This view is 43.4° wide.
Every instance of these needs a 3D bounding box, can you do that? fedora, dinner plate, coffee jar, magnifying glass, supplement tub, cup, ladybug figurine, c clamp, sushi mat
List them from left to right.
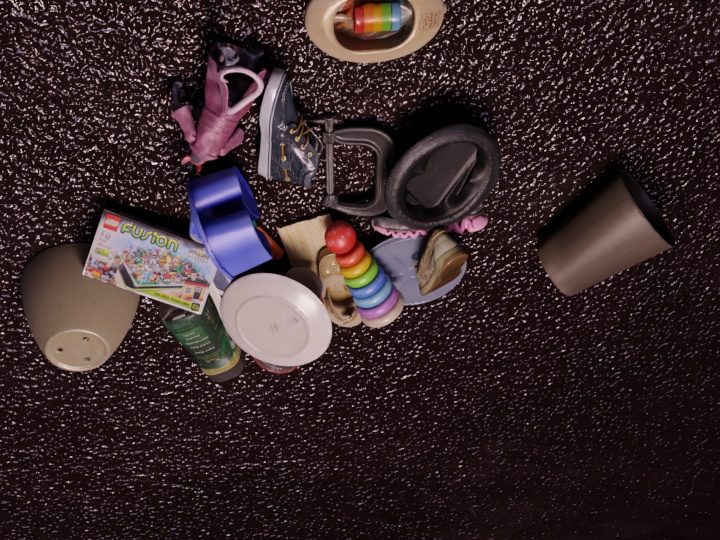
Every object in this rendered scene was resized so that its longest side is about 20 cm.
[{"bbox_3d":[-0.461,0.077,1.489,0.195,0.145,0.203,-8,136,-7],"label":"cup"},{"bbox_3d":[-0.273,0.105,1.592,0.084,0.106,0.201,-19,135,10],"label":"coffee jar"},{"bbox_3d":[-0.190,-0.082,1.488,0.079,0.023,0.200,-28,132,14],"label":"magnifying glass"},{"bbox_3d":[-0.144,0.091,1.520,0.195,0.024,0.203,6,128,8],"label":"dinner plate"},{"bbox_3d":[-0.126,0.085,1.598,0.105,0.109,0.202,7,137,-20],"label":"supplement tub"},{"bbox_3d":[-0.076,-0.018,1.584,0.094,0.012,0.202,-16,136,1],"label":"sushi mat"},{"bbox_3d":[-0.026,-0.165,1.436,0.166,0.027,0.203,-4,133,3],"label":"c clamp"},{"bbox_3d":[0.019,-0.354,1.227,0.195,0.073,0.138,-3,135,-10],"label":"ladybug figurine"},{"bbox_3d":[0.121,-0.163,1.429,0.196,0.093,0.204,-9,133,-9],"label":"fedora"}]

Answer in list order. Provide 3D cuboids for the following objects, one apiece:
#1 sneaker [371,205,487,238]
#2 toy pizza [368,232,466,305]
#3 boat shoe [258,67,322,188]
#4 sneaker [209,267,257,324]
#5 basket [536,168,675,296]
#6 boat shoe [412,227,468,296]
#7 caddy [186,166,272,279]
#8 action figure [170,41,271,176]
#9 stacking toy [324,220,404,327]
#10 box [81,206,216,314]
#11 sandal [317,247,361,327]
[{"bbox_3d":[0.113,-0.109,1.511,0.195,0.079,0.098,-6,109,-1],"label":"sneaker"},{"bbox_3d":[0.091,-0.007,1.616,0.195,0.032,0.202,-4,142,-3],"label":"toy pizza"},{"bbox_3d":[-0.097,-0.207,1.329,0.089,0.072,0.202,16,143,4],"label":"boat shoe"},{"bbox_3d":[-0.207,0.034,1.554,0.083,0.076,0.202,-11,137,12],"label":"sneaker"},{"bbox_3d":[0.422,-0.054,1.592,0.199,0.138,0.179,-36,128,27],"label":"basket"},{"bbox_3d":[0.131,-0.013,1.529,0.072,0.063,0.200,-28,167,-18],"label":"boat shoe"},{"bbox_3d":[-0.206,-0.067,1.362,0.103,0.144,0.200,-19,166,1],"label":"caddy"},{"bbox_3d":[-0.191,-0.214,1.271,0.132,0.150,0.202,14,117,-34],"label":"action figure"},{"bbox_3d":[0.000,0.000,1.532,0.084,0.086,0.202,-23,125,11],"label":"stacking toy"},{"bbox_3d":[-0.331,-0.015,1.444,0.196,0.035,0.112,20,97,-16],"label":"box"},{"bbox_3d":[-0.035,0.056,1.608,0.076,0.071,0.214,-13,136,0],"label":"sandal"}]
